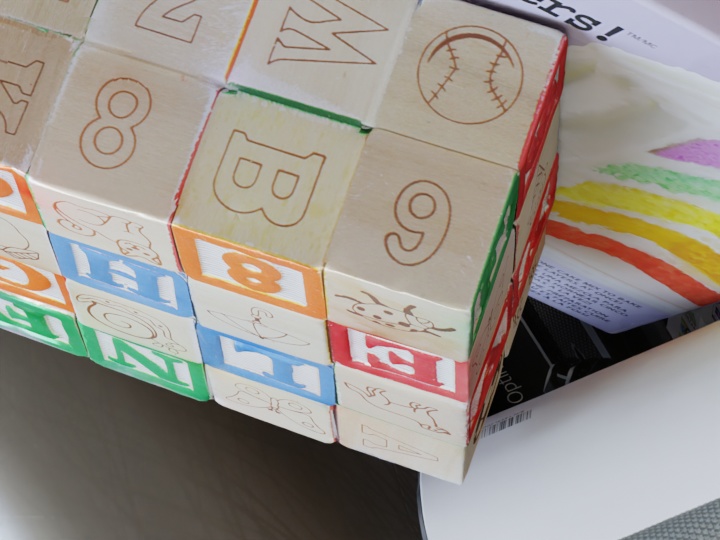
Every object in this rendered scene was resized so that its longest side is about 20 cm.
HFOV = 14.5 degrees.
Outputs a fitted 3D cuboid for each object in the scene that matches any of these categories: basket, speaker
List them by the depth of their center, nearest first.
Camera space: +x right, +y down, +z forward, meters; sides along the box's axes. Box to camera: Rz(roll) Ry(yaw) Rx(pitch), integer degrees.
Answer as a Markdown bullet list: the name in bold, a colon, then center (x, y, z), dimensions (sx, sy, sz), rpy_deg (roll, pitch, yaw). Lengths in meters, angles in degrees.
- **speaker**: center (0.117, 0.036, 0.617), dimensions (0.199, 0.081, 0.081), rpy_deg (-24, 115, 17)
- **basket**: center (-0.067, 0.039, 0.692), dimensions (0.136, 0.180, 0.200), rpy_deg (-35, 100, 18)

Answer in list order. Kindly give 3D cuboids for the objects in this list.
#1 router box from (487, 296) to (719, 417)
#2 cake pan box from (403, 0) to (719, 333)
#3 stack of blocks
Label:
- **router box**: center (0.000, 0.000, 0.774), dimensions (0.157, 0.052, 0.200), rpy_deg (-22, 116, 24)
- **cake pan box**: center (0.017, -0.057, 0.583), dimensions (0.199, 0.052, 0.184), rpy_deg (25, 161, -18)
- **stack of blocks**: center (-0.063, -0.028, 0.573), dimensions (0.199, 0.059, 0.115), rpy_deg (18, 162, 7)
